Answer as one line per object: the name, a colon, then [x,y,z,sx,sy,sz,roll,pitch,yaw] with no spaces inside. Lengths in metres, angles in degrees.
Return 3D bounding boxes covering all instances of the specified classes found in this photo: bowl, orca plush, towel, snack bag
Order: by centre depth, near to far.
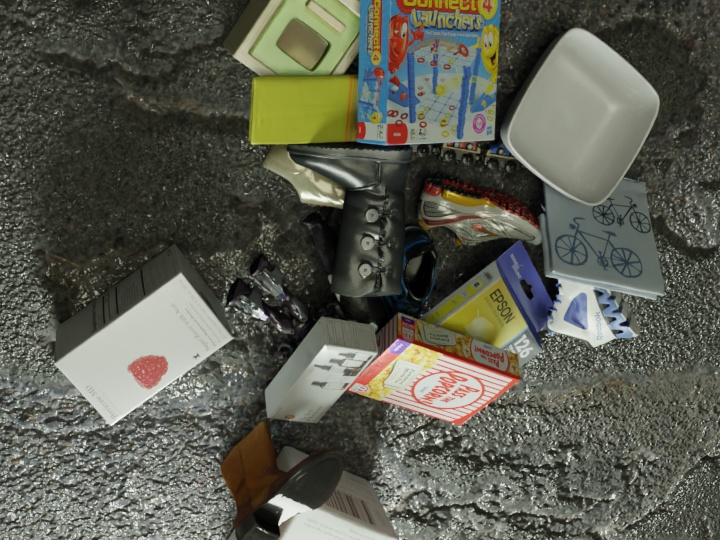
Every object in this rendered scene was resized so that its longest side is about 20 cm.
towel: [-0.042,-0.202,1.249,0.199,0.018,0.087,-6,117,-24]
orca plush: [0.000,0.000,1.393,0.071,0.105,0.201,-22,87,25]
bowl: [0.295,-0.210,1.402,0.199,0.075,0.201,33,86,-22]
snack bag: [0.338,-0.062,1.442,0.187,0.201,0.021,10,149,-17]

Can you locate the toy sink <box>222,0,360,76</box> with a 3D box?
toy sink: [-0.059,-0.320,1.259,0.130,0.112,0.200,33,98,-23]

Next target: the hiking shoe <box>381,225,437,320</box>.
hiking shoe: [0.058,0.038,1.432,0.074,0.087,0.201,6,107,-17]

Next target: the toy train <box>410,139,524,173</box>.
toy train: [0.140,-0.172,1.411,0.199,0.034,0.046,8,94,-17]

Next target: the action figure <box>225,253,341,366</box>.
action figure: [-0.091,0.072,1.412,0.200,0.069,0.130,40,104,-20]

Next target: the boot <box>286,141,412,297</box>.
boot: [-0.020,-0.066,1.311,0.164,0.066,0.201,5,109,-3]

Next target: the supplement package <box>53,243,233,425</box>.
supplement package: [-0.288,0.083,1.338,0.200,0.120,0.121,-36,115,0]

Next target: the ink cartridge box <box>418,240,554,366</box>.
ink cartridge box: [0.194,0.083,1.477,0.200,0.047,0.198,-36,134,1]

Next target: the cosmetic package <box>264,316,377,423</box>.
cosmetic package: [-0.058,0.143,1.400,0.082,0.051,0.200,12,139,-24]

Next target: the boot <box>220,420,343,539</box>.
boot: [-0.113,0.277,1.411,0.068,0.200,0.189,33,102,-25]

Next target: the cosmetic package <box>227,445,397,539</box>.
cosmetic package: [-0.079,0.404,1.484,0.164,0.165,0.201,28,100,-22]

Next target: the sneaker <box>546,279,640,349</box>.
sneaker: [0.310,0.035,1.480,0.115,0.081,0.200,-32,88,23]

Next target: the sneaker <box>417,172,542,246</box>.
sneaker: [0.171,-0.074,1.439,0.199,0.078,0.083,17,115,-14]

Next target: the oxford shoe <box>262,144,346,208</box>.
oxford shoe: [-0.043,-0.115,1.369,0.200,0.071,0.074,38,110,-17]

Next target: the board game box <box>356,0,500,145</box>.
board game box: [0.088,-0.259,1.257,0.199,0.056,0.197,-9,106,-41]

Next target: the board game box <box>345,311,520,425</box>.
board game box: [0.099,0.141,1.413,0.199,0.047,0.152,19,139,-22]
